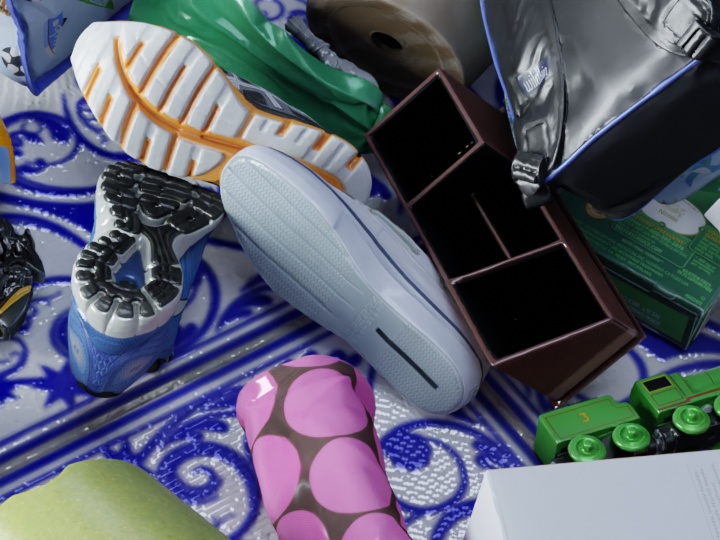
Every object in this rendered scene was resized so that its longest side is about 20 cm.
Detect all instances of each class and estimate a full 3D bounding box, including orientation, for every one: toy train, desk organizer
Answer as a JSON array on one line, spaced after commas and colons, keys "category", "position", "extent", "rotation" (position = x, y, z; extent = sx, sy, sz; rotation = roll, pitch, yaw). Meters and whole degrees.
[{"category": "toy train", "position": [0.194, 0.085, 1.284], "extent": [0.199, 0.042, 0.056], "rotation": [-15, 44, -21]}, {"category": "desk organizer", "position": [0.083, -0.022, 1.301], "extent": [0.077, 0.072, 0.200], "rotation": [29, 26, -49]}]

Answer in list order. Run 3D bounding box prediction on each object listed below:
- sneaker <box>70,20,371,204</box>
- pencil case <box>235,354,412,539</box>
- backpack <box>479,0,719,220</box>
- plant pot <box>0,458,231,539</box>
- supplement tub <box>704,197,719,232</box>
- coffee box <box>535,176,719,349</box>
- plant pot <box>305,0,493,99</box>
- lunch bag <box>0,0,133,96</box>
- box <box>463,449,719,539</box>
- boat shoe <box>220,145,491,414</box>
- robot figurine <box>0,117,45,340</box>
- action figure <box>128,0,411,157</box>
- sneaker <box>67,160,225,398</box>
[{"category": "sneaker", "position": [-0.088, -0.089, 1.330], "extent": [0.200, 0.078, 0.077], "rotation": [32, 8, -11]}, {"category": "pencil case", "position": [-0.004, 0.145, 1.168], "extent": [0.091, 0.094, 0.201], "rotation": [-34, 52, 20]}, {"category": "backpack", "position": [0.168, -0.149, 1.296], "extent": [0.147, 0.183, 0.201], "rotation": [20, 42, -41]}, {"category": "plant pot", "position": [-0.104, 0.197, 1.054], "extent": [0.200, 0.201, 0.184], "rotation": [-26, 48, -28]}, {"category": "supplement tub", "position": [0.319, -0.008, 1.289], "extent": [0.200, 0.145, 0.145], "rotation": [44, 55, 5]}, {"category": "coffee box", "position": [0.209, -0.049, 1.393], "extent": [0.123, 0.044, 0.200], "rotation": [30, 52, 14]}, {"category": "plant pot", "position": [0.051, -0.213, 1.423], "extent": [0.199, 0.200, 0.174], "rotation": [25, 67, 10]}, {"category": "lunch bag", "position": [-0.210, -0.231, 1.407], "extent": [0.170, 0.124, 0.200], "rotation": [28, 57, 23]}, {"category": "box", "position": [0.159, 0.171, 1.150], "extent": [0.199, 0.125, 0.098], "rotation": [-3, 51, -14]}, {"category": "boat shoe", "position": [0.000, 0.000, 1.290], "extent": [0.200, 0.074, 0.067], "rotation": [49, 39, -1]}, {"category": "robot figurine", "position": [-0.264, -0.036, 1.282], "extent": [0.144, 0.058, 0.201], "rotation": [-5, 52, -11]}, {"category": "action figure", "position": [-0.055, -0.125, 1.382], "extent": [0.199, 0.118, 0.055], "rotation": [28, 39, 2]}, {"category": "sneaker", "position": [-0.134, 0.005, 1.263], "extent": [0.078, 0.089, 0.200], "rotation": [21, 30, 0]}]
